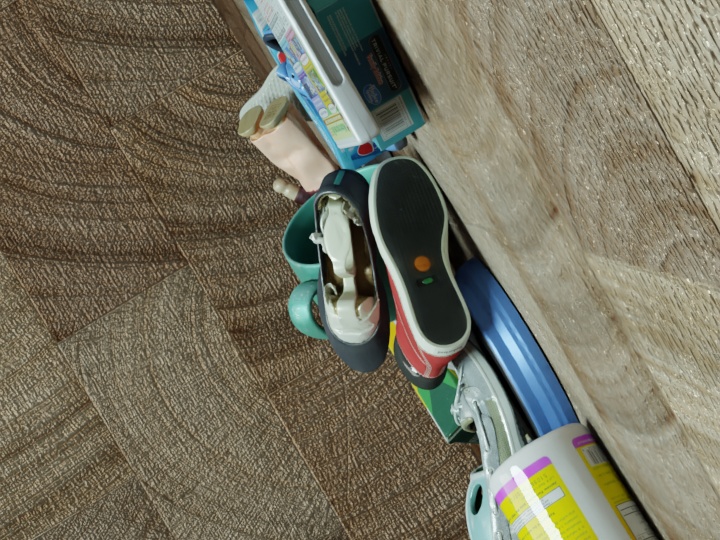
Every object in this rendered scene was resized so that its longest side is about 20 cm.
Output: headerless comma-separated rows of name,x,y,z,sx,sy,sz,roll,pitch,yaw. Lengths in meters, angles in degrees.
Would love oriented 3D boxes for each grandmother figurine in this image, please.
grandmother figurine,-0.039,-0.101,1.826,0.121,0.061,0.200,-5,136,49

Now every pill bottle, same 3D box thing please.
pill bottle,0.202,0.241,1.471,0.201,0.104,0.104,59,178,19

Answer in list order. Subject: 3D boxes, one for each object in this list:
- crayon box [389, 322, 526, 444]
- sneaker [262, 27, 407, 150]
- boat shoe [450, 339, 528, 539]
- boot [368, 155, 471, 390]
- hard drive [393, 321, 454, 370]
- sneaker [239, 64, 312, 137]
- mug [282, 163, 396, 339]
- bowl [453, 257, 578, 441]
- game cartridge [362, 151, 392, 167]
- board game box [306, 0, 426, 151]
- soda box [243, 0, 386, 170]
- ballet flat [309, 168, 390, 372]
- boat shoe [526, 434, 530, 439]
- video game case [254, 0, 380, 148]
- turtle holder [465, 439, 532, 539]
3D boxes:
crayon box,0.099,0.099,1.871,0.126,0.051,0.201,8,-139,-48
sneaker,-0.025,-0.170,1.573,0.201,0.078,0.066,56,175,33
boat shoe,0.121,0.160,1.594,0.074,0.064,0.203,66,-178,-72
boot,0.046,0.005,1.596,0.144,0.072,0.202,107,151,-67
hard drive,0.084,0.053,1.790,0.131,0.027,0.200,20,-162,-26
sneaker,-0.050,-0.206,1.849,0.076,0.105,0.200,54,149,-7
mug,0.000,-0.007,1.721,0.115,0.184,0.152,56,175,-31
bowl,0.142,0.084,1.610,0.202,0.039,0.201,59,178,3
game cartridge,0.030,-0.092,1.881,0.201,0.041,0.133,60,173,-5
board game box,-0.027,-0.214,1.398,0.200,0.047,0.151,58,176,46
soda box,-0.040,-0.198,1.682,0.201,0.064,0.068,58,177,26
ballet flat,-0.013,0.007,1.596,0.073,0.072,0.202,-129,32,-74
boat shoe,0.150,0.154,1.970,0.074,0.066,0.200,61,177,-38
video game case,-0.046,-0.182,1.358,0.183,0.022,0.200,60,177,-5
turtle holder,0.173,0.241,1.668,0.132,0.140,0.186,60,179,2
